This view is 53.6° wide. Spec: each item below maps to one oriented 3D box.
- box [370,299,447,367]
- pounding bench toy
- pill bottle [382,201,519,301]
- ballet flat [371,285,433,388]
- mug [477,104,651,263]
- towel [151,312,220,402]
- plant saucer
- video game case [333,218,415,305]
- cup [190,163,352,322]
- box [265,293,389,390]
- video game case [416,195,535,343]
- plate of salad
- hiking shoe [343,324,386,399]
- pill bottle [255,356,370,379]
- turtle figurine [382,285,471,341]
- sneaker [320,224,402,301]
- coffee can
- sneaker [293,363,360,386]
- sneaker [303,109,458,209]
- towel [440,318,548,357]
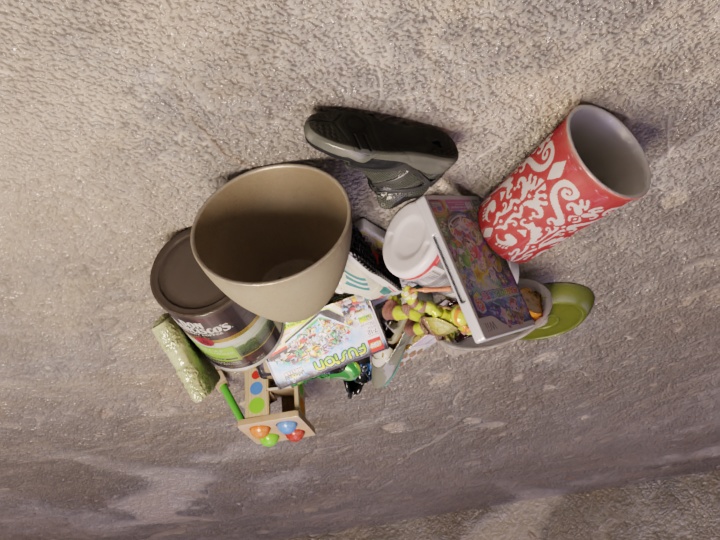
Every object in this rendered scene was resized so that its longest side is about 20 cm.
[{"bbox_3d":[0.103,0.123,1.296,0.199,0.042,0.039,-37,142,13],"label":"box"},{"bbox_3d":[-0.204,0.269,1.429,0.198,0.157,0.124,-11,149,8],"label":"pounding bench toy"},{"bbox_3d":[0.139,-0.018,1.057,0.199,0.115,0.114,22,140,-39],"label":"pill bottle"},{"bbox_3d":[0.055,0.112,1.243,0.063,0.067,0.201,23,104,-32],"label":"ballet flat"},{"bbox_3d":[0.273,-0.096,0.941,0.176,0.134,0.200,13,148,-26],"label":"mug"},{"bbox_3d":[-0.273,0.130,1.128,0.036,0.149,0.200,-27,-175,-5],"label":"towel"},{"bbox_3d":[0.346,0.086,1.350,0.198,0.031,0.201,-5,149,-3],"label":"plant saucer"},{"bbox_3d":[0.000,0.000,1.150,0.181,0.023,0.199,-28,143,31],"label":"video game case"},{"bbox_3d":[-0.098,-0.016,0.911,0.198,0.201,0.144,-9,140,4],"label":"cup"},{"bbox_3d":[-0.063,0.110,1.176,0.199,0.035,0.111,-22,105,5],"label":"box"},{"bbox_3d":[0.156,-0.008,0.954,0.018,0.201,0.143,-31,165,36],"label":"video game case"},{"bbox_3d":[0.209,0.060,1.154,0.199,0.201,0.048,-16,117,16],"label":"plate of salad"},{"bbox_3d":[0.012,0.172,1.374,0.074,0.087,0.200,2,148,-14],"label":"hiking shoe"},{"bbox_3d":[-0.084,0.129,1.257,0.198,0.113,0.112,-5,149,0],"label":"pill bottle"},{"bbox_3d":[0.117,0.073,1.059,0.199,0.065,0.161,20,165,-32],"label":"turtle figurine"},{"bbox_3d":[-0.018,-0.001,1.051,0.093,0.071,0.200,-26,148,20],"label":"sneaker"},{"bbox_3d":[-0.206,0.046,1.068,0.145,0.147,0.200,-9,149,5],"label":"coffee can"},{"bbox_3d":[-0.097,0.185,1.335,0.198,0.084,0.074,8,138,9],"label":"sneaker"},{"bbox_3d":[0.013,-0.131,0.882,0.198,0.077,0.114,5,141,-28],"label":"sneaker"},{"bbox_3d":[0.234,0.096,1.261,0.199,0.035,0.133,-20,155,9],"label":"towel"}]
